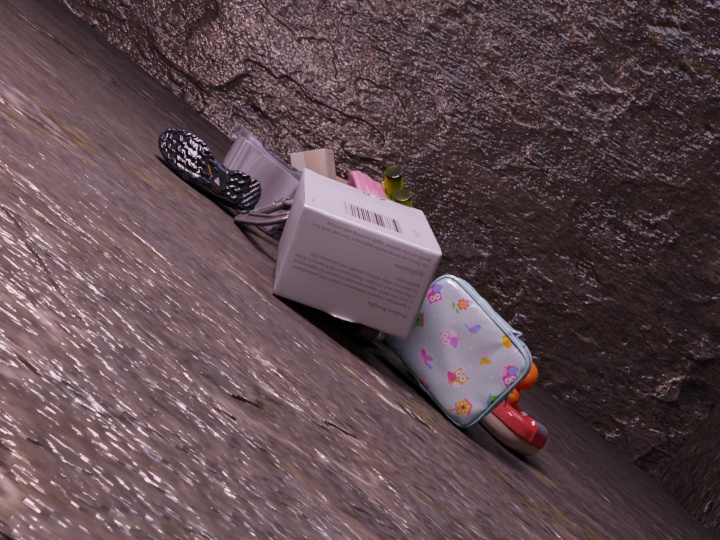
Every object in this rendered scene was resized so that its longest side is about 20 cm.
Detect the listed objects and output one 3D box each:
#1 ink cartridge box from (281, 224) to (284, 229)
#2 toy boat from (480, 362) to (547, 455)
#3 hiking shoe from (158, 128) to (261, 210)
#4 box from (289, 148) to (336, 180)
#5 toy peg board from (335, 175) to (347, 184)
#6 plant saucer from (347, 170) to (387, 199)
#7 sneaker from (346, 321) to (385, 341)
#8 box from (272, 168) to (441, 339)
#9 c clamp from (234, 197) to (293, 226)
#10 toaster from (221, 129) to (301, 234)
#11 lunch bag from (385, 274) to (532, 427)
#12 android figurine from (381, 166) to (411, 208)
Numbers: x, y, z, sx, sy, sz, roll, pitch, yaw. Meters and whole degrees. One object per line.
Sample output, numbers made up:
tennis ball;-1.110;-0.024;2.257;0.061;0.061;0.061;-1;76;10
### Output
ink cartridge box;-0.183;-0.158;1.793;0.145;0.085;0.200;39;5;12
toy boat;0.250;0.207;1.376;0.130;0.131;0.200;34;7;-48
hiking shoe;-0.266;-0.163;1.394;0.199;0.075;0.087;37;-20;-8
box;-0.089;-0.146;1.686;0.076;0.205;0.095;-6;6;11
toy peg board;-0.031;-0.085;1.880;0.097;0.204;0.197;-18;-26;41
plant saucer;0.020;-0.065;1.336;0.200;0.050;0.205;171;-90;-84
sneaker;0.024;0.074;1.251;0.089;0.068;0.200;32;3;-15
box;-0.009;-0.028;1.123;0.195;0.133;0.201;19;18;-11
c clamp;-0.122;-0.104;1.344;0.199;0.168;0.028;18;-59;64
toaster;-0.184;-0.161;1.527;0.199;0.130;0.114;36;5;-17
lunch bag;0.149;0.115;1.181;0.201;0.160;0.077;48;6;15
android figurine;0.066;-0.061;1.321;0.184;0.040;0.203;-107;-172;-49
